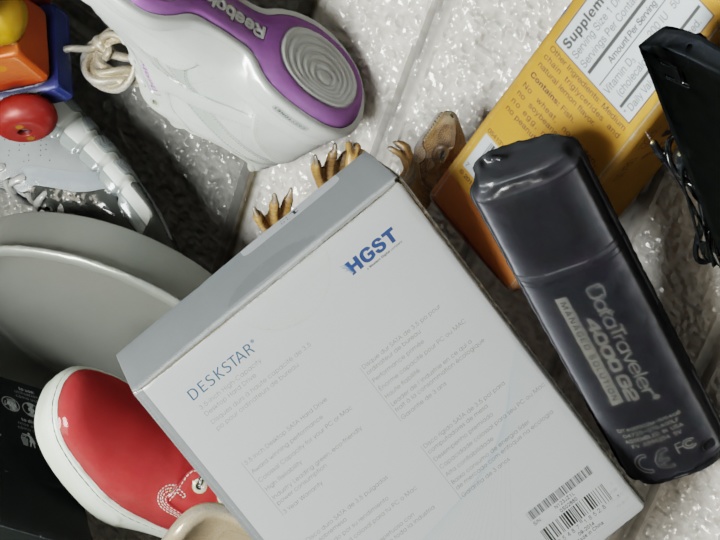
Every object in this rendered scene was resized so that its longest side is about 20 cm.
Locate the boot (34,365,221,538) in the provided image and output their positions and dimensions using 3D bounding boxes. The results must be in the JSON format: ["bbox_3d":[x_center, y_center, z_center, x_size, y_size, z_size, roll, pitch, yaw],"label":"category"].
[{"bbox_3d":[-0.057,0.100,1.359,0.144,0.073,0.200,-18,136,41],"label":"boot"}]

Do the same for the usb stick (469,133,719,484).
[{"bbox_3d":[0.109,0.020,1.202,0.055,0.033,0.201,-19,126,16],"label":"usb stick"}]

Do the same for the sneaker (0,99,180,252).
[{"bbox_3d":[-0.189,-0.045,1.415,0.200,0.115,0.075,50,173,21],"label":"sneaker"}]

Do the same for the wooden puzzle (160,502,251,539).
[{"bbox_3d":[-0.033,0.186,1.374,0.199,0.047,0.185,19,139,-17],"label":"wooden puzzle"}]

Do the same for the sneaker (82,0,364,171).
[{"bbox_3d":[-0.096,-0.115,1.302,0.200,0.075,0.099,40,140,-18],"label":"sneaker"}]

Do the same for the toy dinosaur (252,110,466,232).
[{"bbox_3d":[0.000,0.000,1.316,0.106,0.060,0.201,44,140,29],"label":"toy dinosaur"}]

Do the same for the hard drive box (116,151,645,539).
[{"bbox_3d":[0.009,0.074,1.242,0.200,0.156,0.077,53,178,-16],"label":"hard drive box"}]

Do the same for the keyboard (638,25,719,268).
[{"bbox_3d":[0.172,-0.034,1.136,0.104,0.040,0.201,32,157,44],"label":"keyboard"}]

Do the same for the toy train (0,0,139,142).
[{"bbox_3d":[-0.180,-0.124,1.338,0.198,0.116,0.085,-10,67,10],"label":"toy train"}]

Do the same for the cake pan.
[{"bbox_3d":[-0.134,0.036,1.403,0.199,0.037,0.201,15,148,10],"label":"cake pan"}]

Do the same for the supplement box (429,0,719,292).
[{"bbox_3d":[0.113,-0.081,1.189,0.069,0.066,0.200,51,132,13],"label":"supplement box"}]

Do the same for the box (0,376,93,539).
[{"bbox_3d":[-0.255,0.154,1.392,0.200,0.148,0.125,-53,35,26],"label":"box"}]
